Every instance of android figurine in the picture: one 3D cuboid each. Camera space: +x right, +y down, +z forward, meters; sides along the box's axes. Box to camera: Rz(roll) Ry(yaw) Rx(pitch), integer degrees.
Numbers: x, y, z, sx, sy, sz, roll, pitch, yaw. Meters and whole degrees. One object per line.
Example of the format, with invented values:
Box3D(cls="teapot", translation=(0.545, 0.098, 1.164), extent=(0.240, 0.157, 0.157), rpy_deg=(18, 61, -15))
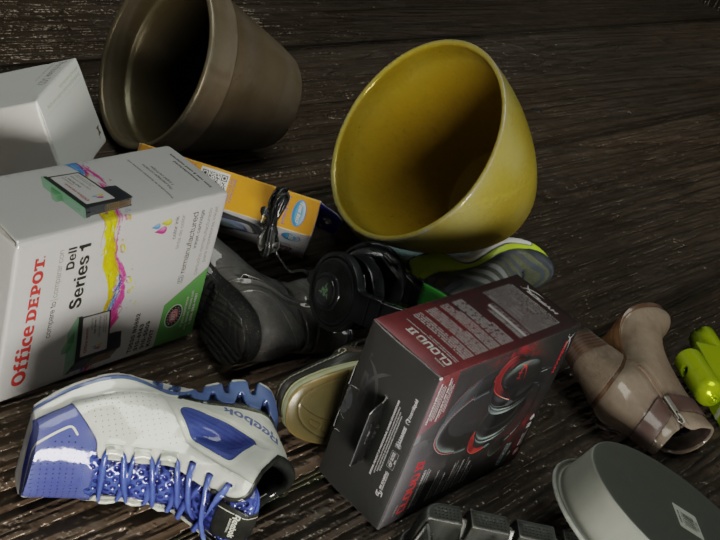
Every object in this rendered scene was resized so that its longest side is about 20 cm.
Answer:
Box3D(cls="android figurine", translation=(0.413, 0.131, 1.097), extent=(0.180, 0.041, 0.201), rpy_deg=(13, 29, -13))

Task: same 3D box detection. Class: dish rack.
Box3D(cls="dish rack", translation=(0.106, 0.246, 0.714), extent=(0.151, 0.055, 0.201), rpy_deg=(13, 33, -10))

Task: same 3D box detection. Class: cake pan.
Box3D(cls="cake pan", translation=(0.238, 0.204, 0.818), extent=(0.199, 0.037, 0.201), rpy_deg=(31, 18, -11))

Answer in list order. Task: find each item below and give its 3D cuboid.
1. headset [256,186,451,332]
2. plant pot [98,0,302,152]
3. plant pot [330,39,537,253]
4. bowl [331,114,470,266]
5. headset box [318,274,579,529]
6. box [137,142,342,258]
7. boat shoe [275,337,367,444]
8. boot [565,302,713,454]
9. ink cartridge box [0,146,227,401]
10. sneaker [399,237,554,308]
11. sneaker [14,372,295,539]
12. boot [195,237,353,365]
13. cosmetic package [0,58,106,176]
Box3D(cls="headset", translation=(0.000, 0.000, 0.916), extent=(0.198, 0.095, 0.123), rpy_deg=(21, 14, 17))
Box3D(cls="plant pot", translation=(-0.163, -0.213, 1.181), extent=(0.172, 0.201, 0.200), rpy_deg=(11, 27, -46))
Box3D(cls="plant pot", translation=(0.091, -0.095, 1.024), extent=(0.141, 0.200, 0.201), rpy_deg=(30, 17, -44))
Box3D(cls="bowl", translation=(0.048, -0.096, 1.151), extent=(0.197, 0.203, 0.107), rpy_deg=(6, -10, -22))
Box3D(cls="headset box", translation=(0.063, 0.100, 0.826), extent=(0.199, 0.150, 0.075), rpy_deg=(-14, 43, -45))
Box3D(cls="box", translation=(-0.118, -0.060, 1.022), extent=(0.197, 0.042, 0.119), rpy_deg=(20, -10, -3))
Box3D(cls="boat shoe", translation=(0.002, 0.091, 0.891), extent=(0.199, 0.073, 0.066), rpy_deg=(-9, 31, -41))
Box3D(cls="boot", translation=(0.285, 0.109, 1.038), extent=(0.198, 0.071, 0.146), rpy_deg=(-12, 49, -41))
Box3D(cls="ink cartridge box", translation=(-0.214, -0.002, 0.827), extent=(0.084, 0.146, 0.199), rpy_deg=(36, 34, 27))
Box3D(cls="sneaker", translation=(0.123, 0.024, 1.076), extent=(0.198, 0.074, 0.081), rpy_deg=(-13, 49, -32))
Box3D(cls="sneaker", translation=(-0.123, 0.135, 0.726), extent=(0.197, 0.081, 0.115), rpy_deg=(0, 33, -33))
Box3D(cls="boot", translation=(-0.101, 0.015, 0.965), extent=(0.130, 0.070, 0.201), rpy_deg=(1, 42, -41))
Box3D(cls="cosmetic package", translation=(-0.332, -0.107, 0.908), extent=(0.197, 0.086, 0.108), rpy_deg=(-11, 28, 10))
